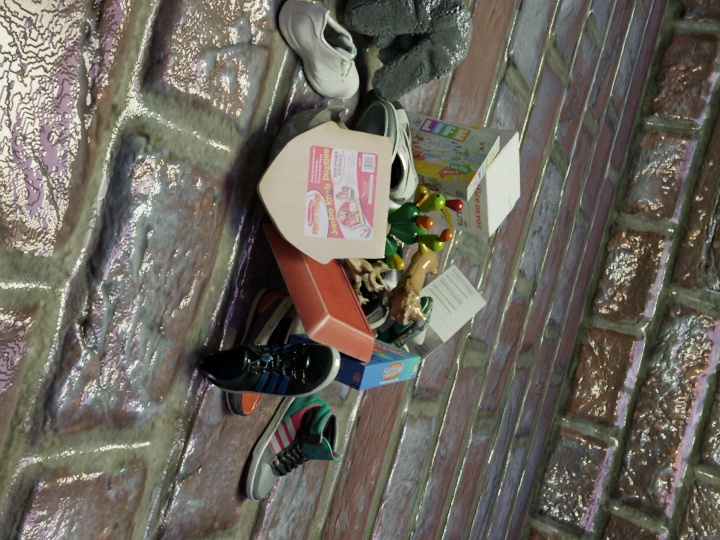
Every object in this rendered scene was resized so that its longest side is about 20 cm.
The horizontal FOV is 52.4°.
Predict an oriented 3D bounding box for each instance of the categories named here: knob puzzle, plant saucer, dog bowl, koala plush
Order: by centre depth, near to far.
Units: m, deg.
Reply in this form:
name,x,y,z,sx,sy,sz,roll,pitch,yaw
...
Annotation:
name,x,y,z,sx,sy,sz,roll,pitch,yaw
knob puzzle,-0.053,-0.109,1.032,0.219,0.030,0.221,-3,96,-27
plant saucer,-0.052,0.029,1.106,0.037,0.201,0.200,-33,152,13
dog bowl,-0.066,-0.152,1.112,0.200,0.058,0.201,-33,129,-51
koala plush,0.097,-0.402,1.184,0.200,0.183,0.178,-71,142,-53

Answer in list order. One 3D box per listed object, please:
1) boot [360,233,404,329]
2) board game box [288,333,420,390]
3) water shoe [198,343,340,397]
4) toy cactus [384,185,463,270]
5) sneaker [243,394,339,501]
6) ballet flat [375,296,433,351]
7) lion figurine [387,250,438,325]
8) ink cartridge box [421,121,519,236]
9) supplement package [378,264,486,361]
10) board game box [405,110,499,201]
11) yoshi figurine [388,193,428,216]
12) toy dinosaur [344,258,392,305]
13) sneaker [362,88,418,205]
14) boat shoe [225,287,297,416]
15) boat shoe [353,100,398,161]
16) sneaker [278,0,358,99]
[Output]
name,x,y,z,sx,sy,sz,roll,pitch,yaw
boot,0.022,0.011,1.330,0.203,0.073,0.155,-34,127,-51
board game box,-0.009,0.148,1.250,0.200,0.152,0.045,4,103,-61
water shoe,-0.127,0.135,0.999,0.079,0.199,0.072,42,42,-59
toy cactus,0.061,-0.073,1.172,0.200,0.164,0.103,136,-37,-60
sneaker,-0.098,0.298,1.198,0.201,0.120,0.084,-62,148,-21
ballet flat,0.080,0.126,1.386,0.200,0.074,0.074,-41,161,24
lion figurine,0.095,0.018,1.283,0.123,0.072,0.201,93,12,-58
ink cartridge box,0.181,-0.178,1.378,0.146,0.199,0.147,-48,140,-38
supplement package,0.150,0.090,1.496,0.200,0.110,0.114,-33,170,-49
board game box,0.121,-0.203,1.263,0.135,0.199,0.034,-57,154,-30
yoshi figurine,0.040,-0.120,1.272,0.200,0.112,0.112,-38,118,-44
toy dinosaur,0.000,0.000,1.201,0.200,0.058,0.101,31,31,-60
sneaker,0.045,-0.210,1.187,0.088,0.074,0.201,10,62,-72
boat shoe,-0.145,0.127,1.100,0.071,0.062,0.201,19,88,-62
boat shoe,0.000,-0.162,1.091,0.062,0.073,0.201,13,98,-61
sneaker,-0.037,-0.310,1.060,0.200,0.088,0.076,40,67,-58
